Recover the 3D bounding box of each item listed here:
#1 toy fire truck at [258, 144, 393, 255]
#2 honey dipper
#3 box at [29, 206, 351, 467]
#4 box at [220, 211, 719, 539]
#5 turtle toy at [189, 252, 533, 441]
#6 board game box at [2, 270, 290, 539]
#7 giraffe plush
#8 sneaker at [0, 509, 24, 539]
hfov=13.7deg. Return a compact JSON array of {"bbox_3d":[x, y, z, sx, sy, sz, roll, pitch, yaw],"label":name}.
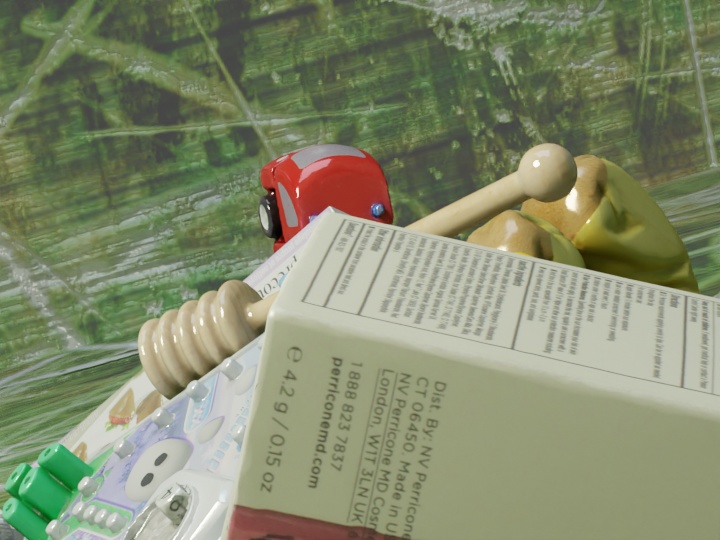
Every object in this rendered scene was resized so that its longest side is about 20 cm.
[{"bbox_3d":[0.007,0.042,1.335,0.049,0.200,0.141,-10,3,-16],"label":"toy fire truck"},{"bbox_3d":[0.000,0.000,1.176,0.200,0.038,0.038,-25,0,28],"label":"honey dipper"},{"bbox_3d":[-0.065,0.051,1.308,0.200,0.039,0.041,-41,-35,22],"label":"box"},{"bbox_3d":[0.066,0.066,0.898,0.200,0.109,0.128,13,15,4],"label":"box"},{"bbox_3d":[0.023,0.069,1.209,0.200,0.146,0.101,-18,-17,-7],"label":"turtle toy"},{"bbox_3d":[-0.076,0.096,1.112,0.200,0.026,0.200,-36,26,27],"label":"board game box"},{"bbox_3d":[0.085,0.048,1.396,0.162,0.173,0.200,-24,-8,40],"label":"giraffe plush"},{"bbox_3d":[-0.185,0.159,1.461,0.200,0.075,0.116,-17,-16,-9],"label":"sneaker"}]
